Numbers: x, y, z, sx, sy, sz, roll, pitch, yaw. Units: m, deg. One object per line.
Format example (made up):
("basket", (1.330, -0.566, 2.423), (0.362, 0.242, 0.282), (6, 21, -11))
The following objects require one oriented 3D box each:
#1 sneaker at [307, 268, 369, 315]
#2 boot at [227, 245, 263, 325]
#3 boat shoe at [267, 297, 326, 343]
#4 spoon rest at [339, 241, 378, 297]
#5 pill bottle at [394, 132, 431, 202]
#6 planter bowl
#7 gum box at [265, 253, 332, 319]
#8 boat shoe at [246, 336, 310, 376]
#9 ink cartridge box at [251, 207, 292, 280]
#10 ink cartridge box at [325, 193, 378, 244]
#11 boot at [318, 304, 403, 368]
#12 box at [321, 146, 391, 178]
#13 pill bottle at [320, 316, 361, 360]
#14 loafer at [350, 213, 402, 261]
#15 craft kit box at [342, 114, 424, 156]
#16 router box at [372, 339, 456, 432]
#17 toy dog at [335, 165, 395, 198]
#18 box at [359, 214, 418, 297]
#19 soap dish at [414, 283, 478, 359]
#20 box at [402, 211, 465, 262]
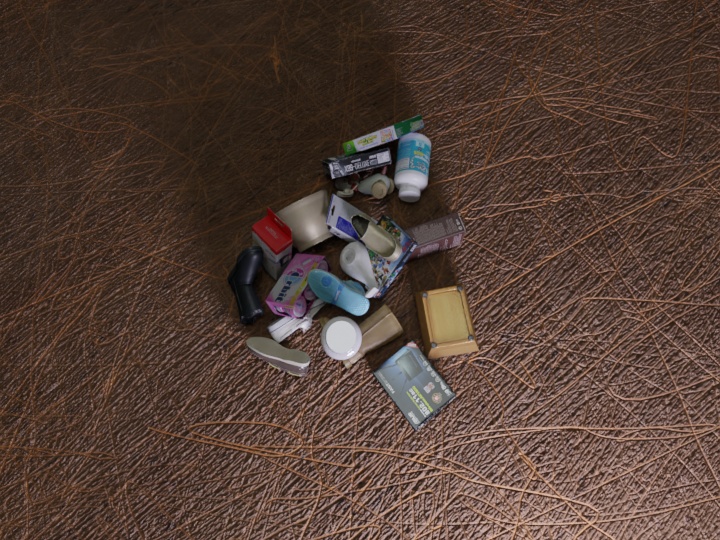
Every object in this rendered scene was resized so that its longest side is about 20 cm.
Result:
("sneaker", (-0.067, 0.052, 1.563), (0.198, 0.131, 0.080), (34, 100, -9))
("boot", (-0.319, 0.048, 1.577), (0.075, 0.200, 0.171), (-5, 60, -42))
("boat shoe", (-0.176, 0.146, 1.588), (0.198, 0.071, 0.071), (-32, 98, -12))
("spoon rest", (0.000, 0.000, 1.572), (0.099, 0.060, 0.202), (-42, 52, 16))
("pill bottle", (0.165, -0.325, 1.706), (0.108, 0.111, 0.205), (5, 71, 6))
("planter bowl", (-0.162, -0.139, 1.633), (0.197, 0.200, 0.137), (-26, 94, -6))
("gum box", (-0.182, 0.047, 1.571), (0.111, 0.067, 0.202), (6, 52, 34))
("boat shoe", (-0.241, 0.250, 1.547), (0.196, 0.061, 0.072), (17, 31, 8))
("ink cartridge box", (-0.263, -0.078, 1.594), (0.116, 0.202, 0.067), (42, 60, 18))
("ink cartridge box", (-0.032, -0.142, 1.624), (0.039, 0.198, 0.102), (-8, 60, 47))
("boot", (-0.001, 0.164, 1.566), (0.198, 0.066, 0.177), (-34, 83, -8))
("box", (-0.016, -0.345, 1.695), (0.196, 0.158, 0.051), (-16, 108, -8))
("pill bottle", (-0.052, 0.182, 1.425), (0.108, 0.200, 0.114), (0, 80, -2))
("loafer", (0.037, -0.097, 1.542), (0.199, 0.068, 0.077), (40, 107, 30))
("craft kit box", (0.074, -0.423, 1.674), (0.194, 0.199, 0.049), (-14, 105, 36))
("router box", (0.148, 0.320, 1.495), (0.149, 0.062, 0.201), (-37, 72, -8))
("toy dog", (0.016, -0.292, 1.702), (0.195, 0.132, 0.099), (3, 111, -2))
("box", (0.063, -0.042, 1.584), (0.137, 0.037, 0.202), (44, 110, 29))
("soap dish", (0.248, 0.141, 1.544), (0.153, 0.081, 0.205), (-9, 70, 1))
("box", (0.212, -0.098, 1.626), (0.196, 0.101, 0.076), (-20, 69, -4))
